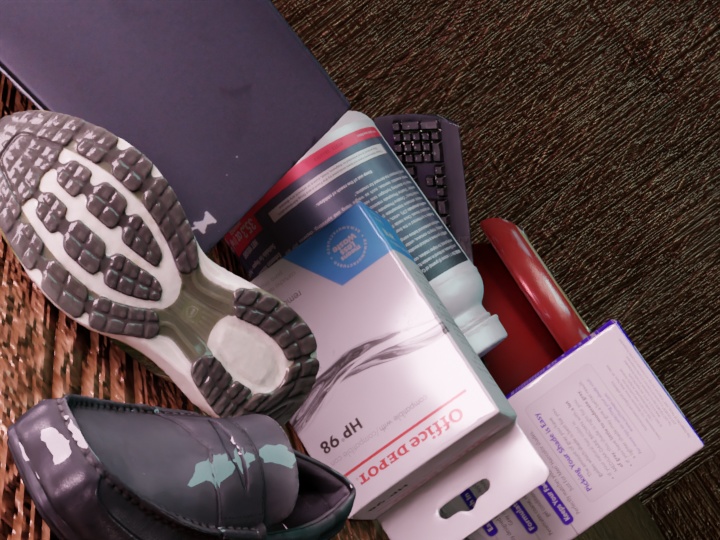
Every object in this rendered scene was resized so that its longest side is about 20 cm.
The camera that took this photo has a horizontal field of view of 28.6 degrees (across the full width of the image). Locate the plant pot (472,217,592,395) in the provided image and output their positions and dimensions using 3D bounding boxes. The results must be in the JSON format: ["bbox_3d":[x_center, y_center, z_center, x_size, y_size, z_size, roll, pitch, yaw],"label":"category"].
[{"bbox_3d":[0.112,0.068,1.308,0.201,0.182,0.200,55,6,-8],"label":"plant pot"}]

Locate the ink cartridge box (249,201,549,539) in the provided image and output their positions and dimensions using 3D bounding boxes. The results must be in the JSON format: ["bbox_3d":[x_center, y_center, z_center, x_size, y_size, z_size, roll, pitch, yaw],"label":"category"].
[{"bbox_3d":[0.016,0.073,0.877,0.201,0.116,0.067,56,7,17],"label":"ink cartridge box"}]

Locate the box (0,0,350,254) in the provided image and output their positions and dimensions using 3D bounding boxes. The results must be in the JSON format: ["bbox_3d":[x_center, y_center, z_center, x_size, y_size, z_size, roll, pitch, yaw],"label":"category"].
[{"bbox_3d":[-0.137,-0.140,0.703,0.200,0.117,0.197,44,-3,45],"label":"box"}]

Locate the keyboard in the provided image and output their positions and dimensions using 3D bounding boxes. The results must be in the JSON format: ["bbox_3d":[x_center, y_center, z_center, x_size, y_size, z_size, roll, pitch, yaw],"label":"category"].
[{"bbox_3d":[0.030,-0.020,1.091,0.021,0.126,0.202,-20,107,-51],"label":"keyboard"}]

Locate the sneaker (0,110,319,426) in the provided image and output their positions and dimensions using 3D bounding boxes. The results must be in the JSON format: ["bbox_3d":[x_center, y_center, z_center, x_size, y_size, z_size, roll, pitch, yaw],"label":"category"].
[{"bbox_3d":[-0.110,0.005,0.661,0.088,0.077,0.200,10,-32,52],"label":"sneaker"}]

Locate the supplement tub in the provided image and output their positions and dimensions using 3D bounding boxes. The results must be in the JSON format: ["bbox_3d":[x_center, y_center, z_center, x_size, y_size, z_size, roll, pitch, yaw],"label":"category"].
[{"bbox_3d":[0.000,0.000,1.020,0.201,0.140,0.140,55,7,7],"label":"supplement tub"}]

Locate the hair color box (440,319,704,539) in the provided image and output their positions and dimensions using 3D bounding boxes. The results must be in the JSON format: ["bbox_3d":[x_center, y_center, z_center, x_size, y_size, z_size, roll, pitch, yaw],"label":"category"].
[{"bbox_3d":[0.135,0.138,1.027,0.110,0.199,0.065,54,5,4],"label":"hair color box"}]

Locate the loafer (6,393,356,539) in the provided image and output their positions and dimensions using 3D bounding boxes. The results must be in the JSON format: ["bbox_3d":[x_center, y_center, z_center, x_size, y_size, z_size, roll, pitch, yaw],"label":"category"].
[{"bbox_3d":[-0.059,0.078,0.529,0.068,0.070,0.201,57,7,27],"label":"loafer"}]
